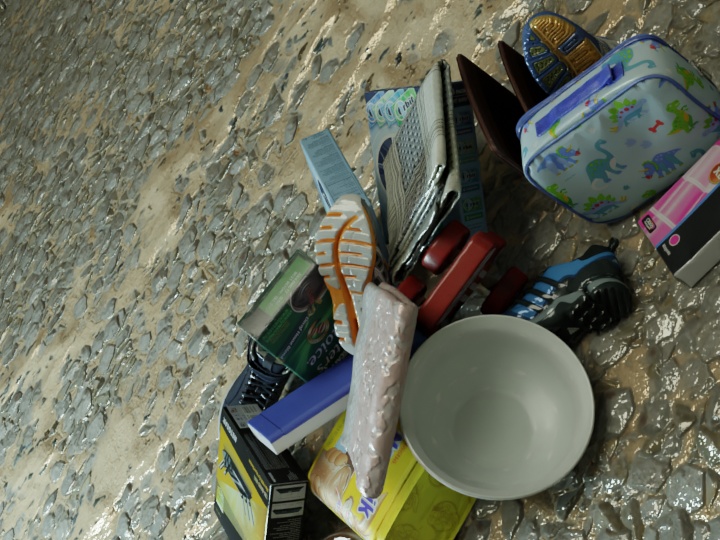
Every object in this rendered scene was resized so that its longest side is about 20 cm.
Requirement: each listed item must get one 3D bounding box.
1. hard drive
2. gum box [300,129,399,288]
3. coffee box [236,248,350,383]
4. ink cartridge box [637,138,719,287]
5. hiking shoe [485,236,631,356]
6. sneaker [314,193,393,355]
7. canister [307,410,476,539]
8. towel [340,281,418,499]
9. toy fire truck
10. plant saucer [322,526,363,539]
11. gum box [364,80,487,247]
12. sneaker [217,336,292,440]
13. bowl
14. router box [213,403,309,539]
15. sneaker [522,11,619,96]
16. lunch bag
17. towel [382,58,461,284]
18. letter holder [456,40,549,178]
[{"bbox_3d":[-0.036,0.148,1.595,0.199,0.025,0.132,-32,11,-12],"label":"hard drive"},{"bbox_3d":[-0.010,-0.062,1.699,0.044,0.170,0.200,-22,37,-3],"label":"gum box"},{"bbox_3d":[-0.060,0.068,1.636,0.044,0.200,0.123,35,82,34],"label":"coffee box"},{"bbox_3d":[0.373,-0.084,1.318,0.200,0.037,0.095,-46,36,20],"label":"ink cartridge box"},{"bbox_3d":[0.205,0.044,1.432,0.199,0.074,0.087,-27,38,28],"label":"hiking shoe"},{"bbox_3d":[0.000,0.000,1.566,0.078,0.201,0.077,10,29,29],"label":"sneaker"},{"bbox_3d":[0.033,0.239,1.500,0.149,0.086,0.200,-60,31,-2],"label":"canister"},{"bbox_3d":[0.016,0.119,1.396,0.191,0.032,0.201,-136,55,-79],"label":"towel"},{"bbox_3d":[0.091,0.038,1.468,0.200,0.112,0.168,-53,-10,13],"label":"toy fire truck"},{"bbox_3d":[-0.027,0.386,1.524,0.200,0.034,0.201,-32,43,36],"label":"plant saucer"},{"bbox_3d":[0.081,-0.131,1.646,0.170,0.044,0.201,5,107,56],"label":"gum box"},{"bbox_3d":[-0.136,0.153,1.754,0.146,0.077,0.203,126,168,-83],"label":"sneaker"},{"bbox_3d":[0.139,0.155,1.373,0.090,0.200,0.202,84,-166,-63],"label":"bowl"},{"bbox_3d":[-0.129,0.284,1.655,0.200,0.052,0.158,-136,48,-58],"label":"router box"},{"bbox_3d":[0.249,-0.224,1.440,0.075,0.200,0.088,-32,35,34],"label":"sneaker"},{"bbox_3d":[0.273,-0.148,1.383,0.200,0.160,0.083,-37,40,34],"label":"lunch bag"},{"bbox_3d":[0.064,-0.113,1.535,0.193,0.034,0.201,121,153,-49],"label":"towel"},{"bbox_3d":[0.204,-0.199,1.533,0.101,0.142,0.201,-43,37,26],"label":"letter holder"}]
